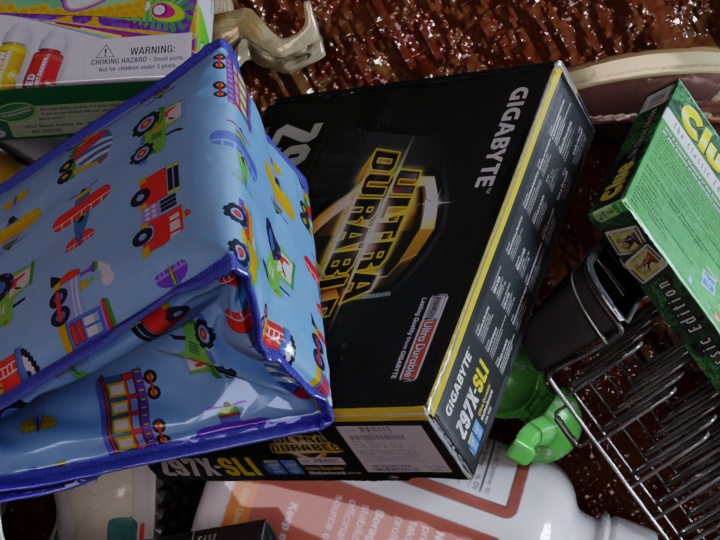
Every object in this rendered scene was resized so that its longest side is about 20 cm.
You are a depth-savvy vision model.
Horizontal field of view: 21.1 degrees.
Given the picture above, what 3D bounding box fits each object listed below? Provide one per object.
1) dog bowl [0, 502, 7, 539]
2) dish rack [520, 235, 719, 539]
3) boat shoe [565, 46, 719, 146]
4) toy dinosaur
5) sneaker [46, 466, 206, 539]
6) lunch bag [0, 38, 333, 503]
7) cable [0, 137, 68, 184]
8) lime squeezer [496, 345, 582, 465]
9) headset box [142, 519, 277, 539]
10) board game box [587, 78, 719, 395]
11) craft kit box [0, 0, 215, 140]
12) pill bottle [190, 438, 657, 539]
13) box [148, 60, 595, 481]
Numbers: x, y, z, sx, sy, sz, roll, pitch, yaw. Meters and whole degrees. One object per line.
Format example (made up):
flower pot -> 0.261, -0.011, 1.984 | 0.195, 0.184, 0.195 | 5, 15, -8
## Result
dog bowl -> -0.220, 0.109, 0.855 | 0.200, 0.200, 0.059 | -40, 120, 1
dish rack -> 0.149, 0.077, 0.858 | 0.054, 0.153, 0.201 | -35, 90, 21
boat shoe -> 0.167, -0.064, 0.907 | 0.198, 0.072, 0.073 | -2, 86, -3
toy dinosaur -> -0.069, -0.107, 0.922 | 0.100, 0.058, 0.201 | -12, 63, 3
sneaker -> -0.120, 0.058, 0.906 | 0.093, 0.070, 0.202 | 7, 101, 19
lunch bag -> -0.122, 0.016, 0.784 | 0.199, 0.151, 0.094 | -21, 128, 11
cable -> -0.125, -0.050, 0.946 | 0.199, 0.050, 0.098 | 35, 82, -8
lime squeezer -> 0.059, 0.053, 0.870 | 0.070, 0.200, 0.038 | 15, 108, -22
headset box -> -0.111, 0.200, 0.851 | 0.198, 0.078, 0.149 | -12, 127, 18
board game box -> 0.177, 0.021, 0.859 | 0.023, 0.105, 0.200 | -25, 110, 39
craft kit box -> -0.164, -0.152, 0.899 | 0.198, 0.049, 0.199 | -3, 57, 5
pill bottle -> 0.028, 0.125, 0.883 | 0.198, 0.112, 0.113 | 20, 88, 4
box -> 0.000, 0.000, 0.839 | 0.159, 0.049, 0.201 | -5, 45, 34
